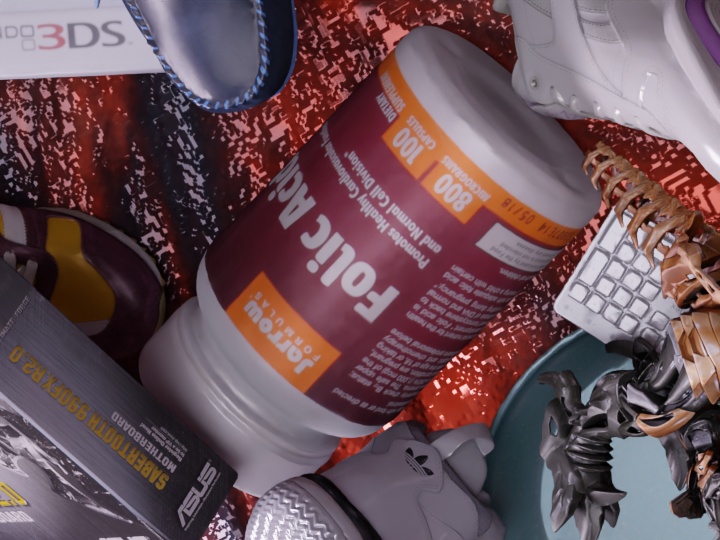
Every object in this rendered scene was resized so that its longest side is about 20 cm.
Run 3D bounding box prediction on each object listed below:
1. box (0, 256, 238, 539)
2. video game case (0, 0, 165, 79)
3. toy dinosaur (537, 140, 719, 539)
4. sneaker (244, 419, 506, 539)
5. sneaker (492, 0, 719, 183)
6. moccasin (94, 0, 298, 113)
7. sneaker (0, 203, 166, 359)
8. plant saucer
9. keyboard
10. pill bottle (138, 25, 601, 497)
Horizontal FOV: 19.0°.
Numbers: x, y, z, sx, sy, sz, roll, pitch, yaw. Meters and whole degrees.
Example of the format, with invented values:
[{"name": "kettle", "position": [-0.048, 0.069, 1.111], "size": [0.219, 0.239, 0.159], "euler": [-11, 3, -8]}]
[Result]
[{"name": "box", "position": [-0.168, 0.065, 0.957], "size": [0.158, 0.048, 0.200], "euler": [44, 151, -23]}, {"name": "video game case", "position": [-0.138, -0.178, 0.866], "size": [0.181, 0.022, 0.201], "euler": [-1, 100, 12]}, {"name": "toy dinosaur", "position": [0.146, 0.044, 0.864], "size": [0.136, 0.102, 0.201], "euler": [-40, 51, 48]}, {"name": "sneaker", "position": [0.001, 0.141, 0.975], "size": [0.075, 0.115, 0.200], "euler": [49, 148, 23]}, {"name": "sneaker", "position": [0.119, -0.084, 0.891], "size": [0.100, 0.075, 0.200], "euler": [-57, 42, 28]}, {"name": "moccasin", "position": [-0.087, -0.151, 0.814], "size": [0.080, 0.068, 0.201], "euler": [-23, 96, 15]}, {"name": "sneaker", "position": [-0.191, -0.004, 1.011], "size": [0.199, 0.090, 0.075], "euler": [20, 106, 10]}, {"name": "plant saucer", "position": [0.152, 0.108, 0.975], "size": [0.199, 0.036, 0.201], "euler": [3, 102, 15]}, {"name": "keyboard", "position": [0.181, 0.046, 0.929], "size": [0.199, 0.011, 0.056], "euler": [33, 108, 6]}, {"name": "pill bottle", "position": [0.000, 0.000, 0.949], "size": [0.114, 0.114, 0.200], "euler": [44, 108, 2]}]
